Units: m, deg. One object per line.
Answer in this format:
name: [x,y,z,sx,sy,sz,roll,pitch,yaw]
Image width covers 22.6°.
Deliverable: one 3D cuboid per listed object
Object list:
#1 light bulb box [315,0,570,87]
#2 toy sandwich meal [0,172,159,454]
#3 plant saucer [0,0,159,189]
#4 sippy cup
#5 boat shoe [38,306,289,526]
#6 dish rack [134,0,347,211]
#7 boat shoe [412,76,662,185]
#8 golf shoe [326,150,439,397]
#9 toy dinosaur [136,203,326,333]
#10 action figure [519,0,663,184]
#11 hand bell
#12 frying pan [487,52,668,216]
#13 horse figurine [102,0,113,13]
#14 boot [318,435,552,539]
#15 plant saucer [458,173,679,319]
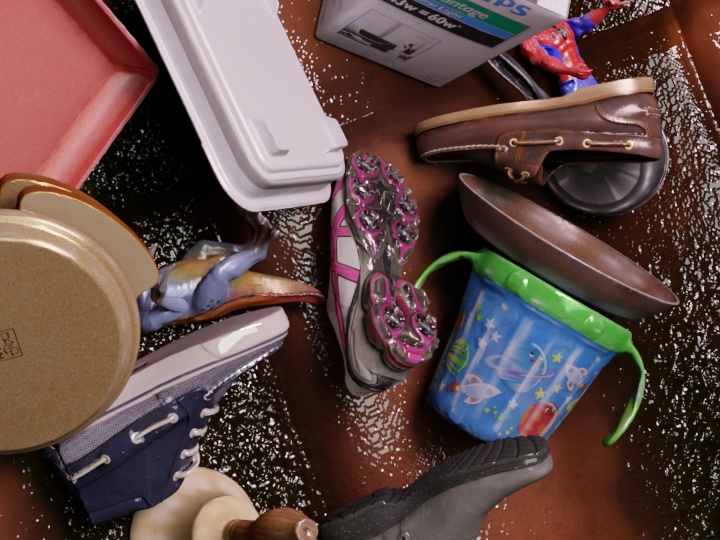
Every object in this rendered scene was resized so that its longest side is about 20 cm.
light bulb box: [0.075,-0.275,1.401,0.124,0.200,0.200,18,73,-23]
toy sandwich meal: [-0.237,0.028,1.203,0.203,0.070,0.207,-5,119,-9]
plant saucer: [-0.242,-0.107,1.220,0.037,0.200,0.201,31,81,26]
sippy cup: [0.121,0.071,1.399,0.139,0.177,0.131,27,94,-53]
boat shoe: [-0.129,0.104,1.282,0.199,0.075,0.093,-25,99,-3]
dish rack: [-0.081,-0.144,1.323,0.201,0.043,0.171,64,25,7]
boat shoe: [0.140,-0.103,1.430,0.198,0.070,0.071,-9,87,16]
golf shoe: [0.000,0.000,1.382,0.072,0.092,0.201,19,49,-33]
toy dinosaur: [-0.135,0.026,1.307,0.181,0.105,0.200,-44,115,-6]
action figure: [0.200,-0.154,1.505,0.065,0.099,0.201,-31,93,-29]
hand bell: [-0.078,0.180,1.239,0.103,0.200,0.105,5,78,-26]
frying pan: [0.178,-0.125,1.473,0.191,0.114,0.031,60,30,-17]
horse figurine: [-0.213,-0.242,1.288,0.049,0.201,0.133,-6,53,10]
boot: [0.075,0.211,1.344,0.131,0.199,0.068,63,19,-3]
plant saucer: [0.157,-0.014,1.418,0.199,0.200,0.032,27,101,-21]
